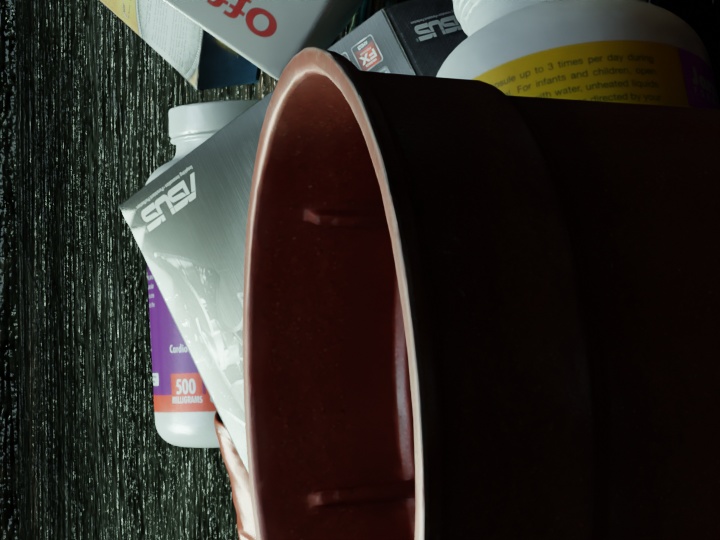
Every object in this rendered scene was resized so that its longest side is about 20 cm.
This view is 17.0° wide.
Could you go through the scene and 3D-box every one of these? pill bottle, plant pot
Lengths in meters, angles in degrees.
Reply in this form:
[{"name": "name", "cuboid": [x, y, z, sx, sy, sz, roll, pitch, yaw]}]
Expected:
[{"name": "pill bottle", "cuboid": [0.082, -0.025, 0.850, 0.104, 0.104, 0.201, 120, 144, -64]}, {"name": "plant pot", "cuboid": [0.082, 0.036, 0.681, 0.201, 0.195, 0.201, 178, 90, -76]}, {"name": "pill bottle", "cuboid": [-0.071, 0.003, 1.423, 0.112, 0.112, 0.201, 170, 96, -75]}]

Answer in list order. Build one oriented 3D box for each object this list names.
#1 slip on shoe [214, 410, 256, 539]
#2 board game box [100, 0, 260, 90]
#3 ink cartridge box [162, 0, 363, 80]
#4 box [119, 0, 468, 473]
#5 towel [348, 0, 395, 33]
[{"name": "slip on shoe", "cuboid": [-0.044, 0.086, 1.174, 0.074, 0.061, 0.201, -142, 59, -71]}, {"name": "board game box", "cuboid": [-0.079, -0.201, 1.078, 0.135, 0.035, 0.200, 43, 133, 46]}, {"name": "ink cartridge box", "cuboid": [-0.030, -0.197, 0.947, 0.200, 0.146, 0.083, -57, -2, 31]}, {"name": "box", "cuboid": [0.000, 0.000, 0.983, 0.200, 0.048, 0.159, -31, 82, 47]}, {"name": "towel", "cuboid": [0.002, -0.091, 1.228, 0.200, 0.022, 0.147, 102, -178, -49]}]
